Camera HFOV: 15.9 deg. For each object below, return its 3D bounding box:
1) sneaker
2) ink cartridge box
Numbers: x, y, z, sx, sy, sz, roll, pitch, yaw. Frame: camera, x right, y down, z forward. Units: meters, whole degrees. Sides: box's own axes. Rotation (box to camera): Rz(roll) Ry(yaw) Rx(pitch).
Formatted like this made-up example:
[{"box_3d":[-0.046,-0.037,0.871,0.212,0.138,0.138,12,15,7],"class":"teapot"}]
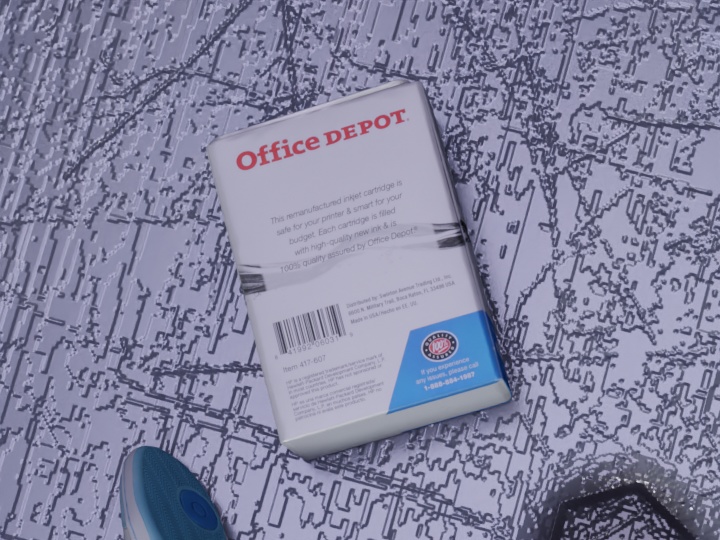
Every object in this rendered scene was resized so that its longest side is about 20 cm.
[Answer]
[{"box_3d":[-0.142,0.217,1.608,0.130,0.079,0.201,-40,48,26],"class":"sneaker"},{"box_3d":[0.000,0.000,1.623,0.145,0.084,0.202,-16,76,6],"class":"ink cartridge box"}]
